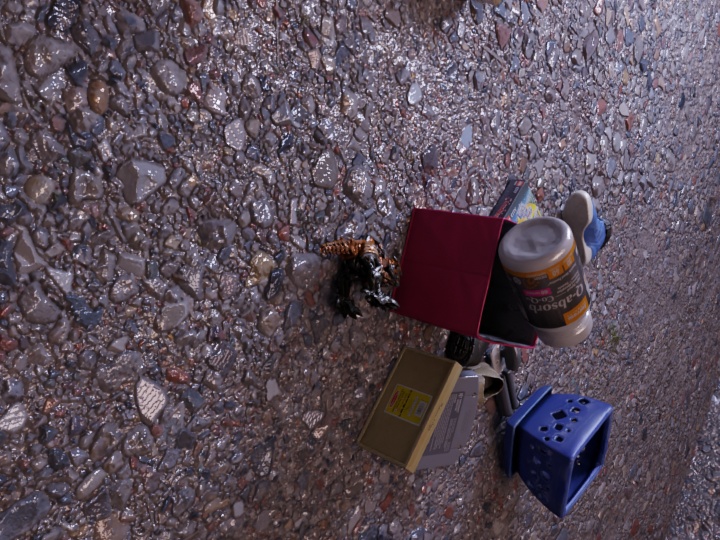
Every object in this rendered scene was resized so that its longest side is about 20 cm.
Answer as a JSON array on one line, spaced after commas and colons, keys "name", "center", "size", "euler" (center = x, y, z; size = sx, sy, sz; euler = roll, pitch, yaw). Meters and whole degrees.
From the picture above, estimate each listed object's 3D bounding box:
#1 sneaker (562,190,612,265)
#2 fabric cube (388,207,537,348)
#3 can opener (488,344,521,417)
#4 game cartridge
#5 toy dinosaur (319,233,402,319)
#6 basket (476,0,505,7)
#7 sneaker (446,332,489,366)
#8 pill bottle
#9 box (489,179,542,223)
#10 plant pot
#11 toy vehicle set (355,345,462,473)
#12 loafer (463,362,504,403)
[{"name": "sneaker", "center": [0.552, -0.119, 1.519], "size": [0.111, 0.076, 0.202], "euler": [-34, 125, -28]}, {"name": "fabric cube", "center": [0.201, 0.014, 1.123], "size": [0.195, 0.198, 0.202], "euler": [15, 88, -45]}, {"name": "can opener", "center": [0.320, 0.239, 1.384], "size": [0.052, 0.066, 0.202], "euler": [-35, 126, -32]}, {"name": "game cartridge", "center": [0.157, 0.284, 1.204], "size": [0.132, 0.040, 0.202], "euler": [4, 109, -24]}, {"name": "toy dinosaur", "center": [0.000, 0.000, 1.016], "size": [0.198, 0.102, 0.137], "euler": [13, 66, -31]}, {"name": "basket", "center": [0.247, -0.575, 1.071], "size": [0.200, 0.139, 0.176], "euler": [-43, 132, 9]}, {"name": "sneaker", "center": [0.241, 0.102, 1.278], "size": [0.090, 0.076, 0.202], "euler": [23, 91, -50]}, {"name": "pill bottle", "center": [0.301, 0.023, 1.003], "size": [0.117, 0.116, 0.201], "euler": [-49, 127, -25]}, {"name": "box", "center": [0.313, -0.072, 1.325], "size": [0.201, 0.037, 0.137], "euler": [-56, 131, -21]}, {"name": "plant pot", "center": [0.438, 0.394, 1.431], "size": [0.199, 0.179, 0.202], "euler": [-32, 130, -35]}, {"name": "toy vehicle set", "center": [0.085, 0.238, 1.106], "size": [0.026, 0.124, 0.201], "euler": [43, 69, -40]}, {"name": "loafer", "center": [0.217, 0.236, 1.273], "size": [0.199, 0.067, 0.077], "euler": [-18, 111, -38]}]
